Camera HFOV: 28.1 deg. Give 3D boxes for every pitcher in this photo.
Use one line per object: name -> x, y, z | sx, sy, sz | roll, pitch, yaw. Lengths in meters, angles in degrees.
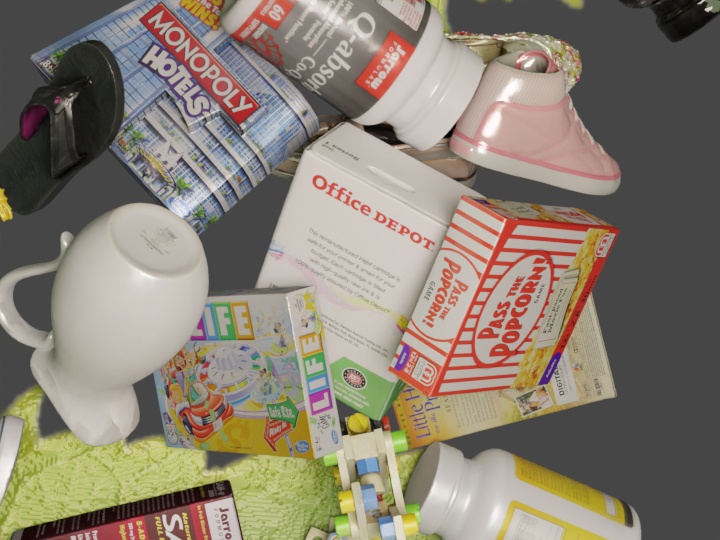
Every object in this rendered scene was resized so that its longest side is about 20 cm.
pitcher -> -0.221, 0.025, 1.189 | 0.171, 0.121, 0.200 | 39, 130, 7

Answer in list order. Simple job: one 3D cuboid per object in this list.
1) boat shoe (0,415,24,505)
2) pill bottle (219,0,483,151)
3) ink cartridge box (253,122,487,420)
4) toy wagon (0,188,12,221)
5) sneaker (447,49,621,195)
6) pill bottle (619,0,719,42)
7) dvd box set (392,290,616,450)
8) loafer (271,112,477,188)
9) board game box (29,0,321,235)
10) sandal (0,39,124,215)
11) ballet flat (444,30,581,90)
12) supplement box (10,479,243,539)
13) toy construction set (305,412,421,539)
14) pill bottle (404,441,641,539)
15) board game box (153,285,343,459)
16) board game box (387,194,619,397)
boat shoe -> -0.351, 0.212, 1.234 | 0.065, 0.074, 0.201 | 24, 90, -14
pill bottle -> -0.005, -0.191, 1.168 | 0.199, 0.116, 0.116 | 33, 89, -17
ink cartridge box -> 0.000, 0.000, 1.199 | 0.144, 0.084, 0.201 | 29, 122, 11
toy wagon -> -0.390, -0.016, 1.227 | 0.199, 0.040, 0.156 | -28, 99, -6
sneaker -> 0.169, -0.130, 1.246 | 0.199, 0.075, 0.105 | 10, 105, -41
pill bottle -> 0.247, -0.305, 1.264 | 0.112, 0.112, 0.200 | -42, 99, -3
dvd box set -> 0.116, 0.068, 1.285 | 0.198, 0.029, 0.147 | -16, 104, 6
loafer -> 0.011, -0.114, 1.256 | 0.198, 0.072, 0.063 | 4, 134, -11
board game box -> -0.137, -0.167, 1.216 | 0.200, 0.062, 0.200 | -43, 76, -8
sandal -> -0.252, -0.107, 1.174 | 0.075, 0.048, 0.200 | 51, 130, 8
ballet flat -> 0.108, -0.178, 1.278 | 0.198, 0.064, 0.076 | -3, 94, -9
supplement box -> -0.199, 0.264, 1.269 | 0.198, 0.061, 0.110 | -13, 96, -8
toy construction set -> 0.004, 0.198, 1.246 | 0.091, 0.200, 0.132 | -5, 64, -16
pill bottle -> 0.142, 0.228, 1.292 | 0.199, 0.112, 0.113 | 24, 91, -10
board game box -> -0.103, 0.084, 1.208 | 0.034, 0.199, 0.136 | -15, 97, -43
board game box -> 0.119, 0.021, 1.162 | 0.046, 0.199, 0.152 | 31, 107, 31
